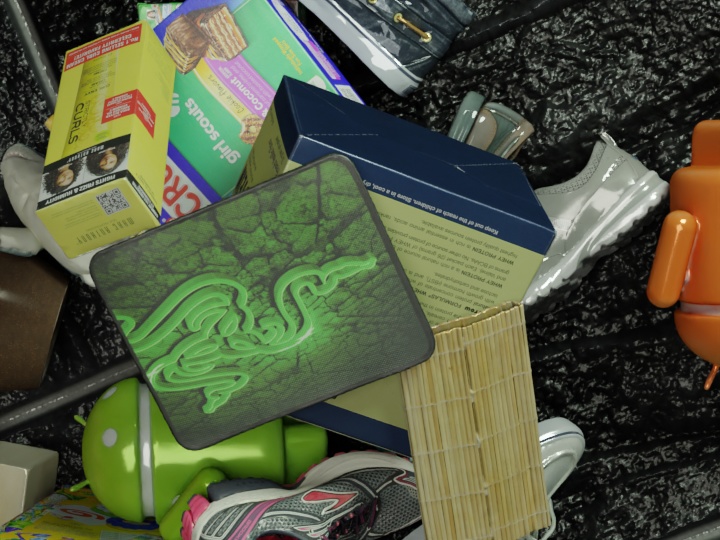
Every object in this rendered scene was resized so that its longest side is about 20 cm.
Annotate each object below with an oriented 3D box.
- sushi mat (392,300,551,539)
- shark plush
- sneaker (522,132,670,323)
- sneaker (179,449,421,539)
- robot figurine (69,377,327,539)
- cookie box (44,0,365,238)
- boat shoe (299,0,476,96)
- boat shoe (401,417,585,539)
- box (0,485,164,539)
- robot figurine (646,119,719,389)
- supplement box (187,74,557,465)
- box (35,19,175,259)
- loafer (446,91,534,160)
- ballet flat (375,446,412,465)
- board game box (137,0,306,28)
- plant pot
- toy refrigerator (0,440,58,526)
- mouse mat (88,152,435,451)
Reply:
[{"bbox_3d":[0.081,0.118,1.324,0.096,0.012,0.200,-16,121,-10],"label":"sushi mat"},{"bbox_3d":[-0.203,-0.031,1.487,0.200,0.083,0.091,29,102,-13],"label":"shark plush"},{"bbox_3d":[0.143,-0.023,1.439,0.200,0.075,0.082,-39,75,4],"label":"sneaker"},{"bbox_3d":[-0.031,0.193,1.383,0.200,0.075,0.081,-11,121,-28],"label":"sneaker"},{"bbox_3d":[-0.127,0.139,1.458,0.200,0.176,0.116,-2,131,-5],"label":"robot figurine"},{"bbox_3d":[-0.114,-0.111,1.437,0.200,0.075,0.171,-39,86,13],"label":"cookie box"},{"bbox_3d":[-0.006,-0.235,1.442,0.200,0.071,0.091,43,100,-3],"label":"boat shoe"},{"bbox_3d":[0.109,0.202,1.423,0.202,0.075,0.086,-39,46,-9],"label":"boat shoe"},{"bbox_3d":[-0.175,0.259,1.454,0.200,0.193,0.122,8,98,10],"label":"box"},{"bbox_3d":[0.287,-0.013,1.381,0.117,0.144,0.200,0,96,28],"label":"robot figurine"},{"bbox_3d":[0.000,0.000,1.338,0.200,0.134,0.200,20,110,-15],"label":"supplement box"},{"bbox_3d":[-0.178,-0.097,1.320,0.075,0.200,0.050,-19,127,15],"label":"box"},{"bbox_3d":[0.073,-0.037,1.444,0.063,0.072,0.200,22,97,2],"label":"loafer"},{"bbox_3d":[0.026,0.110,1.470,0.074,0.074,0.200,-40,91,12],"label":"ballet flat"},{"bbox_3d":[-0.108,-0.116,1.489,0.135,0.029,0.200,0,96,12],"label":"board game box"},{"bbox_3d":[-0.341,0.023,1.486,0.200,0.187,0.187,16,98,-7],"label":"plant pot"},{"bbox_3d":[-0.306,0.248,1.538,0.070,0.076,0.200,10,98,10],"label":"toy refrigerator"},{"bbox_3d":[-0.067,0.025,1.259,0.200,0.008,0.161,-22,107,12],"label":"mouse mat"}]
